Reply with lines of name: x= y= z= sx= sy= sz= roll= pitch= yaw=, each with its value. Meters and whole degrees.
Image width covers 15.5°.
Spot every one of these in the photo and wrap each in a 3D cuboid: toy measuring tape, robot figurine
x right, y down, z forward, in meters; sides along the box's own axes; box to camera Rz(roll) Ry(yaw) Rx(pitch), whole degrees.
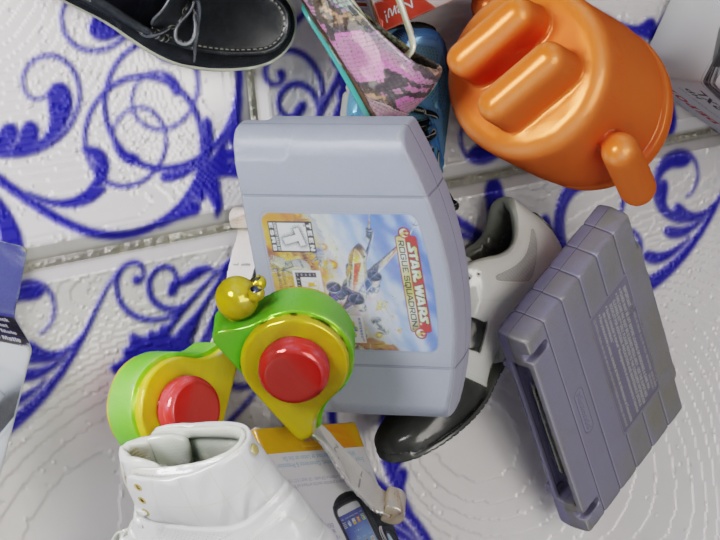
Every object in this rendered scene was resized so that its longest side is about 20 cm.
toy measuring tape: x=-0.015 y=0.072 z=1.628 sx=0.074 sy=0.074 sz=0.200 roll=-48 pitch=115 yaw=-16
toy measuring tape: x=-0.112 y=0.048 z=1.641 sx=0.073 sy=0.074 sz=0.200 roll=21 pitch=77 yaw=-31
robot figurine: x=0.132 y=-0.114 z=1.710 sx=0.200 sy=0.144 sz=0.117 roll=18 pitch=87 yaw=-61

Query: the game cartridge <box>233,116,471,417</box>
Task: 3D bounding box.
game cartridge: x=0.000 y=0.000 z=1.645 sx=0.042 sy=0.133 sz=0.200 roll=-47 pitch=133 yaw=-52

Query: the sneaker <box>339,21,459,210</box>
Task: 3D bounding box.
sneaker: x=0.036 y=-0.059 z=1.697 sx=0.078 sy=0.090 sz=0.200 roll=3 pitch=95 yaw=-31

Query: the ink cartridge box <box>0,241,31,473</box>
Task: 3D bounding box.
ink cartridge box: x=-0.294 y=0.066 z=1.545 sx=0.199 sy=0.041 sz=0.200 roll=12 pitch=90 yaw=-32

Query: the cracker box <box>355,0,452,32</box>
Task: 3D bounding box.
cracker box: x=0.025 y=-0.267 z=1.681 sx=0.134 sy=0.058 sz=0.200 roll=-27 pitch=110 yaw=-25

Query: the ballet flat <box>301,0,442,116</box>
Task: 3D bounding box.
ballet flat: x=-0.020 y=-0.182 z=1.627 sx=0.071 sy=0.069 sz=0.200 roll=-37 pitch=104 yaw=7

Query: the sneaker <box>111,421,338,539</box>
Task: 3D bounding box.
sneaker: x=-0.122 y=0.147 z=1.586 sx=0.116 sy=0.200 sz=0.074 roll=57 pitch=32 yaw=-22

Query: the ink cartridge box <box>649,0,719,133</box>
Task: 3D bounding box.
ink cartridge box: x=0.307 y=-0.125 z=1.787 sx=0.145 sy=0.200 sz=0.084 roll=31 pitch=83 yaw=-31

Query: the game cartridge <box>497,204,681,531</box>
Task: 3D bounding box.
game cartridge: x=0.156 y=0.065 z=1.775 sx=0.130 sy=0.038 sz=0.200 roll=-53 pitch=142 yaw=-30

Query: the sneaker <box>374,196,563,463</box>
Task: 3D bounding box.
sneaker: x=0.058 y=0.035 z=1.737 sx=0.089 sy=0.074 sz=0.200 roll=51 pitch=61 yaw=-26

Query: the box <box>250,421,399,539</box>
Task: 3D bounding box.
box: x=-0.013 y=0.194 z=1.654 sx=0.119 sy=0.041 sz=0.200 roll=3 pitch=65 yaw=-58

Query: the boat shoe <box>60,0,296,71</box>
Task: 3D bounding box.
boat shoe: x=-0.118 y=-0.170 z=1.606 sx=0.200 sy=0.062 sz=0.075 roll=21 pitch=83 yaw=-34
